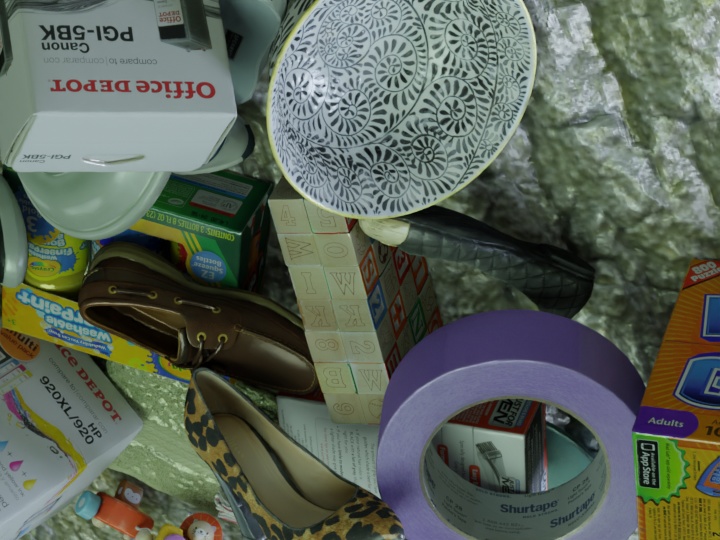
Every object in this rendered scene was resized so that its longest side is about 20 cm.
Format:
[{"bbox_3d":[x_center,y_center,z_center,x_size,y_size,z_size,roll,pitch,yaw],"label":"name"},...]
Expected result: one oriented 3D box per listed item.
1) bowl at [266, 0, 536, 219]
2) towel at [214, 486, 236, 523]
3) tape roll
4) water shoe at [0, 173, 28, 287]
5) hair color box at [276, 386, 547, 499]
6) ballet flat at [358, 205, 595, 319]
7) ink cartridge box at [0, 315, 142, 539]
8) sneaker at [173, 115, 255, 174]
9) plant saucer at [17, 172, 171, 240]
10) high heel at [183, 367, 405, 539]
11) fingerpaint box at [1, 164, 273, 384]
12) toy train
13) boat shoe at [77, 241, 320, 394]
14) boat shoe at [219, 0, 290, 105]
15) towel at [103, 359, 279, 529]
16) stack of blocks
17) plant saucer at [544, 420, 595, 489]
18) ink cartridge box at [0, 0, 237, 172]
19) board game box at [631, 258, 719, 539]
[{"bbox_3d":[0.012,-0.144,1.577,0.200,0.094,0.202,-13,125,-19],"label":"bowl"},{"bbox_3d":[-0.011,0.219,1.855,0.199,0.030,0.146,22,172,-19],"label":"towel"},{"bbox_3d":[0.112,0.128,1.660,0.199,0.066,0.201,2,122,4],"label":"tape roll"},{"bbox_3d":[-0.319,-0.061,1.754,0.201,0.079,0.072,59,150,26],"label":"water shoe"},{"bbox_3d":[0.041,0.137,1.777,0.199,0.064,0.111,9,126,18],"label":"hair color box"},{"bbox_3d":[0.084,-0.005,1.653,0.199,0.066,0.057,19,105,-26],"label":"ballet flat"},{"bbox_3d":[-0.311,0.144,1.867,0.147,0.200,0.145,51,131,5],"label":"ink cartridge box"},{"bbox_3d":[-0.164,-0.100,1.715,0.199,0.073,0.071,13,173,41],"label":"sneaker"},{"bbox_3d":[-0.206,-0.123,1.659,0.199,0.050,0.202,-3,86,46],"label":"plant saucer"},{"bbox_3d":[-0.053,0.139,1.659,0.199,0.071,0.143,1,119,52],"label":"high heel"},{"bbox_3d":[-0.178,-0.009,1.796,0.199,0.073,0.168,17,130,11],"label":"fingerpaint box"},{"bbox_3d":[-0.138,0.234,1.965,0.199,0.056,0.150,33,169,-23],"label":"toy train"},{"bbox_3d":[-0.119,0.050,1.726,0.199,0.068,0.072,23,130,0],"label":"boat shoe"},{"bbox_3d":[-0.089,-0.181,1.630,0.073,0.068,0.199,25,156,-3],"label":"boat shoe"},{"bbox_3d":[-0.132,0.142,1.919,0.199,0.037,0.149,26,130,3],"label":"towel"},{"bbox_3d":[0.000,0.000,1.701,0.058,0.115,0.201,0,125,23],"label":"stack of blocks"},{"bbox_3d":[0.119,0.179,1.840,0.199,0.036,0.201,12,129,14],"label":"plant saucer"},{"bbox_3d":[-0.172,-0.174,1.532,0.146,0.201,0.083,-2,159,-24],"label":"ink cartridge box"},{"bbox_3d":[0.312,0.138,1.617,0.199,0.200,0.201,6,127,19],"label":"board game box"}]
